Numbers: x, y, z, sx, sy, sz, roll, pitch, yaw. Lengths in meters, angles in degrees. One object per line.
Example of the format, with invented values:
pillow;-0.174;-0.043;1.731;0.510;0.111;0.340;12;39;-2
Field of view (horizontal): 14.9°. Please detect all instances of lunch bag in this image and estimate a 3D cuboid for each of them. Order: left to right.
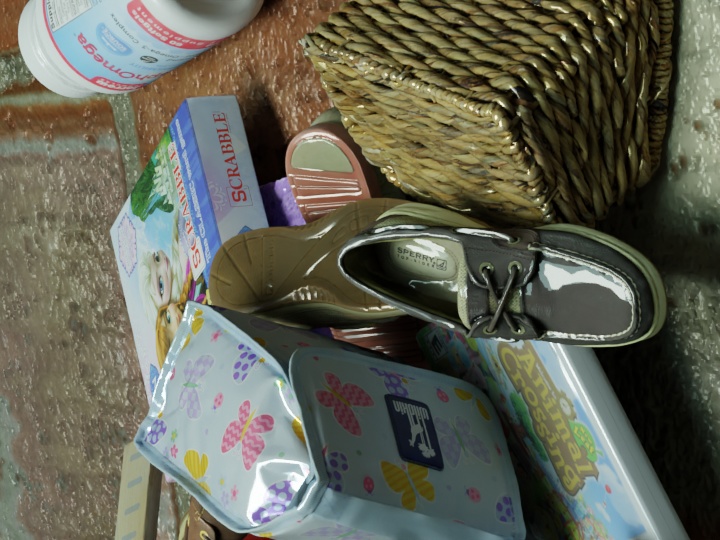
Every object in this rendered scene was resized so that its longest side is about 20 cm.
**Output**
lunch bag;-0.009;0.107;1.634;0.200;0.169;0.128;37;106;55

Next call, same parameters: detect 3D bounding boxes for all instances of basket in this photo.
basket;0.093;-0.112;1.608;0.199;0.149;0.143;25;154;47

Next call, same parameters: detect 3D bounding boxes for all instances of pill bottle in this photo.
pill bottle;-0.154;-0.184;1.878;0.200;0.108;0.110;-23;82;55

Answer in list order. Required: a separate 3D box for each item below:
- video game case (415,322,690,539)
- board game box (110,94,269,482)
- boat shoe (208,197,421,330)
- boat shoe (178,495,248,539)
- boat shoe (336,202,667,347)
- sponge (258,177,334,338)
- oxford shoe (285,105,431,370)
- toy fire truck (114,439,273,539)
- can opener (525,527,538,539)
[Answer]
video game case;0.111;0.101;1.630;0.201;0.022;0.182;63;157;6
board game box;-0.109;0.015;1.887;0.200;0.041;0.201;126;134;-57
boat shoe;0.000;0.000;1.682;0.199;0.064;0.072;-3;73;39
boat shoe;-0.086;0.176;1.904;0.200;0.071;0.068;111;163;-57
boat shoe;0.075;0.010;1.525;0.199;0.065;0.074;9;114;38
sponge;-0.025;0.035;1.843;0.111;0.030;0.202;-19;85;55
oxford shoe;0.014;-0.013;1.756;0.070;0.074;0.201;-2;117;26
toy fire truck;-0.090;0.197;1.767;0.175;0.129;0.201;-30;93;25
can opener;0.058;0.167;1.705;0.054;0.067;0.200;68;169;-24
